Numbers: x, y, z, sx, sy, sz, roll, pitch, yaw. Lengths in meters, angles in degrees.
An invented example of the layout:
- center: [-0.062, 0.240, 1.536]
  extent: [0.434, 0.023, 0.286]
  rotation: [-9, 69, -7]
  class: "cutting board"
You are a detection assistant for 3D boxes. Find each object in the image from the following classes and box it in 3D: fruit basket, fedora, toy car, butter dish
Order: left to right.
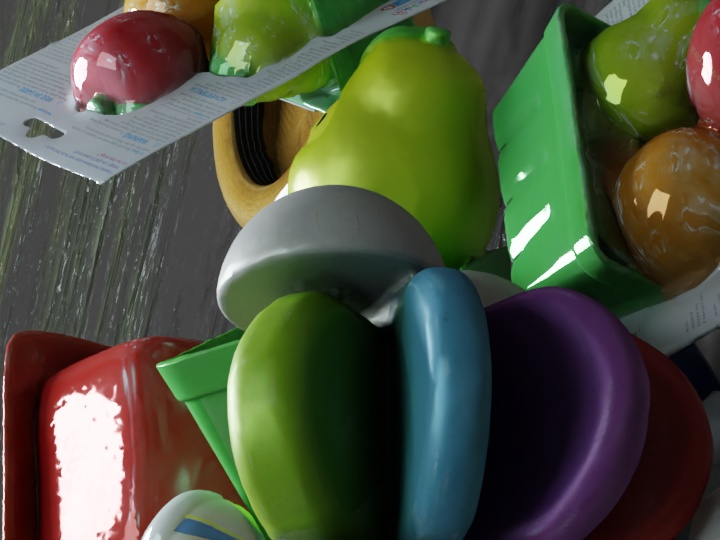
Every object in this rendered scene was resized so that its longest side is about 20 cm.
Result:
- center: [-0.080, -0.099, 1.001]
  extent: [0.185, 0.199, 0.094]
  rotation: [22, 142, 52]
  class: "fruit basket"
- center: [-0.073, 0.112, 1.082]
  extent: [0.148, 0.198, 0.202]
  rotation: [-38, 46, 41]
  class: "butter dish"
- center: [-0.012, -0.108, 1.149]
  extent: [0.200, 0.081, 0.203]
  rotation: [-34, 50, 54]
  class: "fedora"
- center: [0.000, 0.000, 0.947]
  extent: [0.154, 0.216, 0.217]
  rotation: [-16, 59, 13]
  class: "fruit basket"
- center: [0.042, 0.064, 0.736]
  extent: [0.149, 0.200, 0.177]
  rotation: [-16, 60, 31]
  class: "toy car"
- center: [0.147, -0.059, 0.839]
  extent: [0.199, 0.093, 0.187]
  rotation: [-33, 45, 33]
  class: "fruit basket"

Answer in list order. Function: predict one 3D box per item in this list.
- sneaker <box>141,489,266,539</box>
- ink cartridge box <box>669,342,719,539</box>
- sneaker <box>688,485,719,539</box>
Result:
- center: [-0.020, 0.178, 0.903]
  extent: [0.104, 0.201, 0.076]
  rotation: [10, 47, 40]
  class: "sneaker"
- center: [0.091, 0.143, 0.819]
  extent: [0.199, 0.041, 0.201]
  rotation: [-40, 45, 11]
  class: "ink cartridge box"
- center: [0.111, 0.161, 0.692]
  extent: [0.075, 0.088, 0.202]
  rotation: [122, 154, -61]
  class: "sneaker"
